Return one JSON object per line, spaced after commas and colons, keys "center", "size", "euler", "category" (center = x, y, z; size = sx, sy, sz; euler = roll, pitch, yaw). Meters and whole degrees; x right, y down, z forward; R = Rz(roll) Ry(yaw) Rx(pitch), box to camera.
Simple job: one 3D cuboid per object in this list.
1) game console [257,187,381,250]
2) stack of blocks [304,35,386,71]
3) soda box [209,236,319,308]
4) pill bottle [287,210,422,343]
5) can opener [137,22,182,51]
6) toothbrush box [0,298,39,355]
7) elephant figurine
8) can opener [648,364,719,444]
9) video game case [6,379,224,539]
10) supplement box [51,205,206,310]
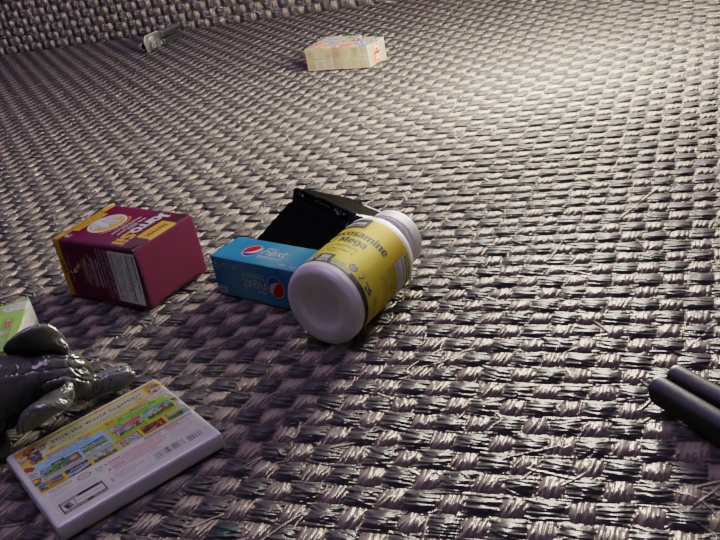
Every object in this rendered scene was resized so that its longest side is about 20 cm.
{"center": [-0.046, -0.051, 1.523], "size": [0.174, 0.118, 0.199], "euler": [8, 12, -35], "category": "game console"}
{"center": [-0.033, -0.570, 2.530], "size": [0.197, 0.059, 0.115], "euler": [5, 30, 33], "category": "stack of blocks"}
{"center": [-0.123, 0.004, 1.390], "size": [0.198, 0.065, 0.068], "euler": [11, 33, 40], "category": "soda box"}
{"center": [0.000, 0.000, 1.285], "size": [0.111, 0.114, 0.200], "euler": [5, 30, 32], "category": "pill bottle"}
{"center": [-0.685, -0.793, 3.295], "size": [0.066, 0.054, 0.200], "euler": [2, 28, 26], "category": "can opener"}
{"center": [-0.536, 0.129, 1.301], "size": [0.197, 0.087, 0.146], "euler": [-14, 26, -5], "category": "toothbrush box"}
{"center": [-0.387, 0.131, 1.160], "size": [0.197, 0.143, 0.155], "euler": [-19, 20, -4], "category": "elephant figurine"}
{"center": [0.353, 0.134, 0.913], "size": [0.052, 0.067, 0.200], "euler": [-23, 22, -18], "category": "can opener"}
{"center": [-0.280, 0.206, 1.100], "size": [0.198, 0.023, 0.181], "euler": [-28, 30, -27], "category": "video game case"}
{"center": [-0.361, -0.024, 1.512], "size": [0.198, 0.105, 0.131], "euler": [8, 31, 35], "category": "supplement box"}
